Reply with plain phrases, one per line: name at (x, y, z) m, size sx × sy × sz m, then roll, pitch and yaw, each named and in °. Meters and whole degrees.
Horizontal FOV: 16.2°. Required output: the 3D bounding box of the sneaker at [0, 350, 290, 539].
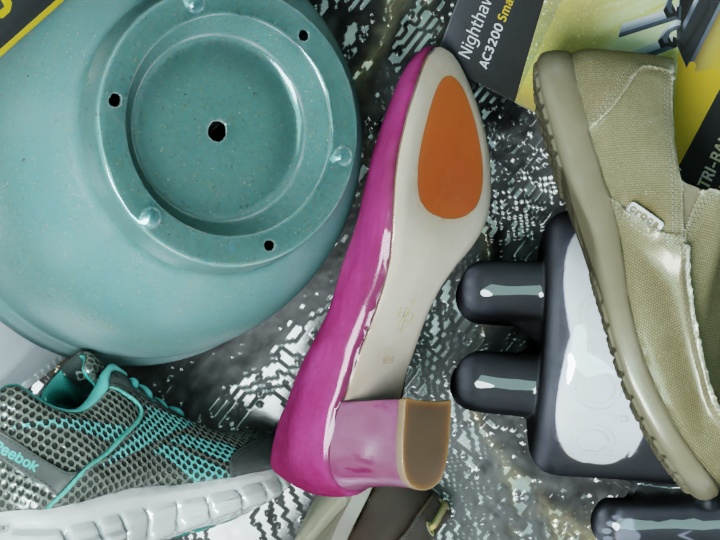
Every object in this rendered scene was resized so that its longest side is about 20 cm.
sneaker at (-0.103, 0.078, 1.130) m, size 0.077 × 0.200 × 0.092 m, roll -19°, pitch 84°, yaw 31°

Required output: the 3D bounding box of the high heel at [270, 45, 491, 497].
high heel at (0.000, 0.000, 1.128) m, size 0.067 × 0.096 × 0.201 m, roll 18°, pitch 76°, yaw -44°

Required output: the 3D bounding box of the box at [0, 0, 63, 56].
box at (-0.184, -0.159, 1.085) m, size 0.159 × 0.049 × 0.200 m, roll 32°, pitch 68°, yaw 37°

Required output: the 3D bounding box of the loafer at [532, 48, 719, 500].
loafer at (0.127, -0.005, 1.058) m, size 0.067 × 0.076 × 0.201 m, roll -18°, pitch 84°, yaw 4°

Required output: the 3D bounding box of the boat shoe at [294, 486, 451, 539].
boat shoe at (-0.006, 0.150, 1.134) m, size 0.059 × 0.200 × 0.072 m, roll 35°, pitch 122°, yaw -6°

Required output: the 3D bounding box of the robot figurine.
robot figurine at (0.142, 0.036, 1.156) m, size 0.199 × 0.125 × 0.151 m, roll 3°, pitch 123°, yaw 0°

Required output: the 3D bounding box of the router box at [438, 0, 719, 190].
router box at (0.140, -0.148, 1.096) m, size 0.157 × 0.052 × 0.201 m, roll 28°, pitch 117°, yaw 12°

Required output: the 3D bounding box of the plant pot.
plant pot at (-0.080, -0.058, 1.106) m, size 0.199 × 0.134 × 0.201 m, roll 1°, pitch 88°, yaw -25°

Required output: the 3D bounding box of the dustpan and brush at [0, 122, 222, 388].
dustpan and brush at (-0.136, -0.038, 1.175) m, size 0.200 × 0.057 × 0.140 m, roll -37°, pitch 111°, yaw -28°
